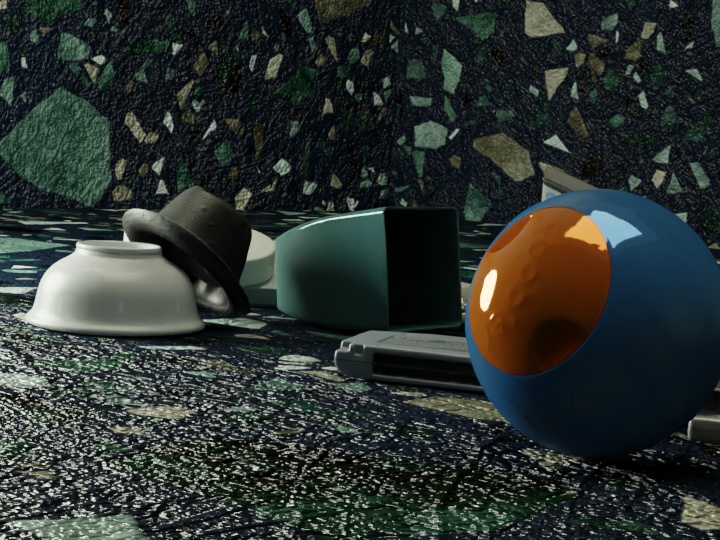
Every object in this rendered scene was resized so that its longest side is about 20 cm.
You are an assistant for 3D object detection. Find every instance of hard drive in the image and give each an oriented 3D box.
[{"bbox_3d":[-0.151,0.000,2.100,0.131,0.026,0.200,3,19,-13],"label":"hard drive"}]

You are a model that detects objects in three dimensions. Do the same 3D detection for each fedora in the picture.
[{"bbox_3d":[-0.183,-0.033,1.835,0.200,0.092,0.201,32,-19,12],"label":"fedora"}]

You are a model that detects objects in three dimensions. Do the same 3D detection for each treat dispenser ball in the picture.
[{"bbox_3d":[0.179,0.040,1.188,0.199,0.203,0.201,4,5,0],"label":"treat dispenser ball"}]

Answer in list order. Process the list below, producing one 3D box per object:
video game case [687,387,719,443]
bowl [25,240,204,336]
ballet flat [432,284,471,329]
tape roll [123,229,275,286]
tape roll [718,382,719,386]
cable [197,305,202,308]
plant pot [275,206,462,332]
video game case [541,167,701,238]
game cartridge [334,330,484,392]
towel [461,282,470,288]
[{"bbox_3d":[0.383,0.129,1.341,0.198,0.024,0.182,5,6,13],"label":"video game case"},{"bbox_3d":[-0.270,0.016,1.755,0.199,0.091,0.201,4,5,0],"label":"bowl"},{"bbox_3d":[0.171,0.038,1.963,0.199,0.064,0.075,0,7,-34],"label":"ballet flat"},{"bbox_3d":[-0.210,-0.025,2.046,0.201,0.037,0.203,8,17,-2],"label":"tape roll"},{"bbox_3d":[0.243,0.062,1.375,0.201,0.071,0.202,5,-3,0],"label":"tape roll"},{"bbox_3d":[-0.278,0.018,1.925,0.198,0.051,0.097,3,1,-3],"label":"cable"},{"bbox_3d":[0.000,0.000,1.883,0.199,0.143,0.141,-2,0,41],"label":"plant pot"},{"bbox_3d":[0.303,-0.016,1.885,0.199,0.181,0.026,28,57,23],"label":"video game case"},{"bbox_3d":[0.088,0.088,1.523,0.198,0.042,0.133,5,1,17],"label":"game cartridge"},{"bbox_3d":[0.088,0.032,2.161,0.190,0.033,0.200,1,5,-22],"label":"towel"}]
